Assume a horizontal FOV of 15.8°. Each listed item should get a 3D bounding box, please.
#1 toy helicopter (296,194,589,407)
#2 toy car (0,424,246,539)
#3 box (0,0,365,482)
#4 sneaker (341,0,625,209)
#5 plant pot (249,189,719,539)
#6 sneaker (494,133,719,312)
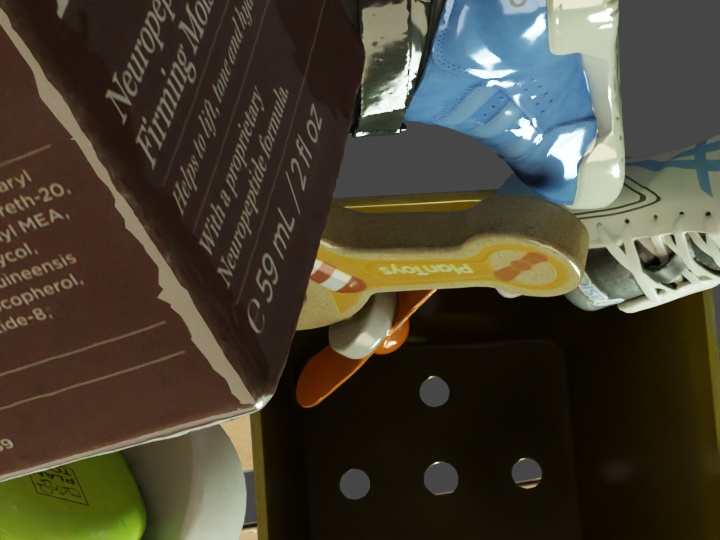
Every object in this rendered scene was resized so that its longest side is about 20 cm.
[{"bbox_3d":[0.000,0.000,0.985,0.199,0.079,0.132,-2,147,33],"label":"toy helicopter"},{"bbox_3d":[-0.155,0.083,0.972,0.174,0.200,0.150,18,105,-33],"label":"toy car"},{"bbox_3d":[-0.122,-0.066,0.684,0.164,0.166,0.200,-15,125,23],"label":"box"},{"bbox_3d":[0.036,-0.075,0.910,0.111,0.077,0.200,-3,163,6],"label":"sneaker"},{"bbox_3d":[0.047,0.082,1.151,0.199,0.201,0.176,-3,169,-5],"label":"plant pot"},{"bbox_3d":[0.121,-0.013,0.997,0.072,0.073,0.200,43,157,-27],"label":"sneaker"}]
